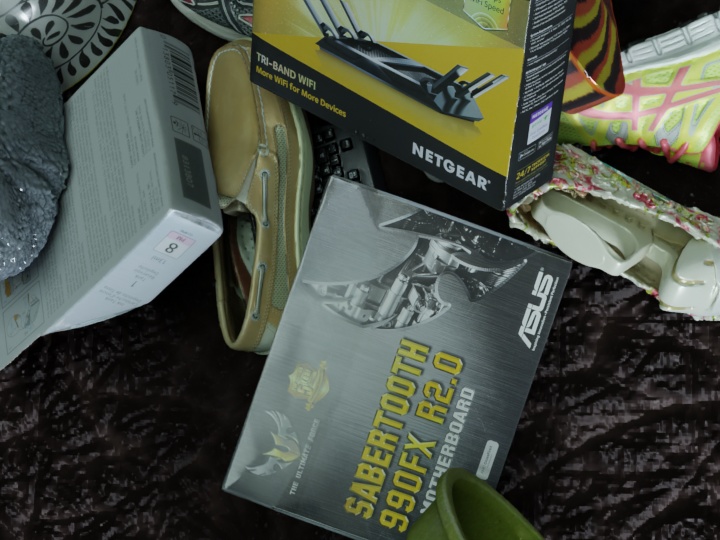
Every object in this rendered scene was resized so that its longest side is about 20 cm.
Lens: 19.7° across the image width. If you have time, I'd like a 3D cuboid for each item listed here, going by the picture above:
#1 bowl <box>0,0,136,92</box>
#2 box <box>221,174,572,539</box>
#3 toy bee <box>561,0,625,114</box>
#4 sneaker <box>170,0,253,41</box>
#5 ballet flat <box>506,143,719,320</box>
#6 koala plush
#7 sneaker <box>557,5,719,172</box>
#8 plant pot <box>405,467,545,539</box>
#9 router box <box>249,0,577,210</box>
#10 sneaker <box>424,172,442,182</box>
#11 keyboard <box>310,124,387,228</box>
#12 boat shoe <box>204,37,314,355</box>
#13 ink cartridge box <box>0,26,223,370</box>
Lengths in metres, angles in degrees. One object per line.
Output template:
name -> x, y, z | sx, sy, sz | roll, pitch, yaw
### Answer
bowl -> -0.252, -0.215, 1.370 | 0.199, 0.094, 0.203 | -2, 80, 14
box -> 0.022, 0.062, 1.254 | 0.157, 0.048, 0.202 | 20, 88, -3
toy bee -> 0.100, -0.195, 1.209 | 0.131, 0.108, 0.201 | -41, 47, 29
sneaker -> -0.041, -0.178, 1.322 | 0.199, 0.075, 0.081 | 20, 87, 17
ballet flat -> 0.170, -0.010, 1.231 | 0.199, 0.064, 0.076 | 24, 128, 5
koala plush -> -0.299, -0.043, 1.295 | 0.199, 0.177, 0.185 | -32, 59, 30
sneaker -> 0.180, -0.096, 1.256 | 0.199, 0.078, 0.091 | -21, 91, 17
plant pot -> 0.040, 0.244, 1.157 | 0.184, 0.200, 0.201 | -39, 74, 11
router box -> 0.027, -0.147, 1.188 | 0.199, 0.052, 0.158 | 28, 131, 30
sneaker -> 0.091, -0.145, 1.285 | 0.077, 0.078, 0.201 | 23, 87, 9
keyboard -> 0.000, 0.000, 1.302 | 0.103, 0.040, 0.202 | -16, 78, 12
boat shoe -> -0.072, -0.048, 1.293 | 0.071, 0.076, 0.202 | -20, 78, 45
ink cartridge box -> -0.173, -0.033, 1.312 | 0.200, 0.057, 0.163 | -44, 42, 31
